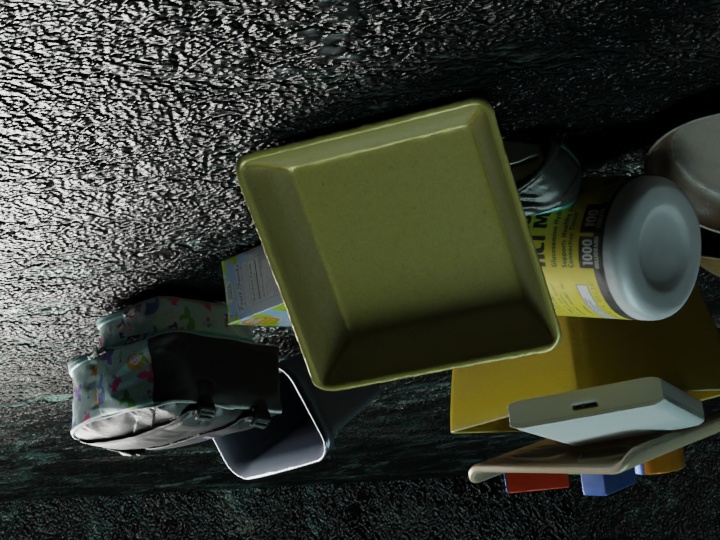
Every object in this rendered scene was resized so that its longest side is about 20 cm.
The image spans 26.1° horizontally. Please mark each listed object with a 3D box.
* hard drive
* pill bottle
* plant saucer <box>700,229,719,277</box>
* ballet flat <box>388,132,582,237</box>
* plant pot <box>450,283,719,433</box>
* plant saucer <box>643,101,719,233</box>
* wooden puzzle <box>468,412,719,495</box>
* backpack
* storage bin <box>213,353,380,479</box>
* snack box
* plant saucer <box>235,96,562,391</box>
[{"bbox_3d":[0.221,0.126,1.369,0.132,0.026,0.200,-12,165,20],"label":"hard drive"},{"bbox_3d":[0.163,-0.019,1.254,0.112,0.113,0.200,6,177,-44],"label":"pill bottle"},{"bbox_3d":[0.373,-0.029,1.341,0.200,0.036,0.200,-12,-164,4],"label":"plant saucer"},{"bbox_3d":[0.069,-0.061,1.190,0.199,0.068,0.068,-20,135,7],"label":"ballet flat"},{"bbox_3d":[0.207,0.049,1.474,0.200,0.177,0.200,2,163,-35],"label":"plant pot"},{"bbox_3d":[0.319,-0.080,1.189,0.200,0.032,0.200,11,154,5],"label":"plant saucer"},{"bbox_3d":[0.235,0.185,1.520,0.200,0.046,0.185,-13,179,43],"label":"wooden puzzle"},{"bbox_3d":[-0.199,0.112,1.579,0.177,0.151,0.200,10,151,-45],"label":"backpack"},{"bbox_3d":[-0.084,0.149,1.881,0.134,0.146,0.200,-32,-174,-42],"label":"storage bin"},{"bbox_3d":[0.000,0.000,1.395,0.168,0.068,0.200,4,162,-41],"label":"snack box"},{"bbox_3d":[0.032,-0.022,1.147,0.199,0.200,0.048,-12,-158,20],"label":"plant saucer"}]
